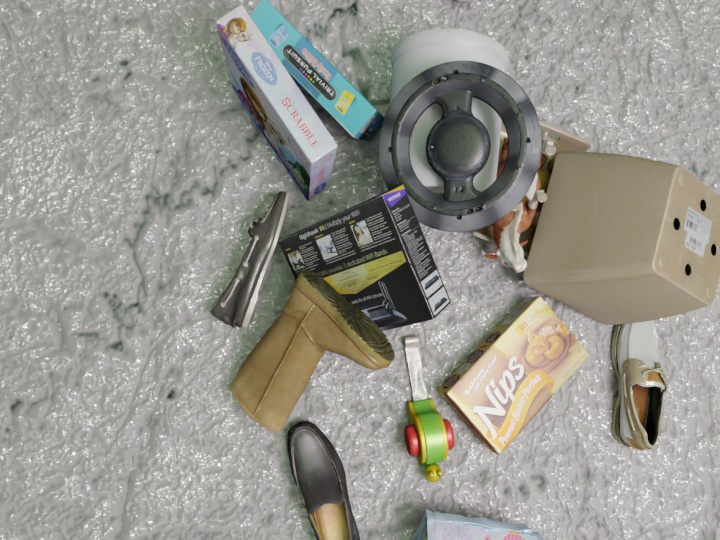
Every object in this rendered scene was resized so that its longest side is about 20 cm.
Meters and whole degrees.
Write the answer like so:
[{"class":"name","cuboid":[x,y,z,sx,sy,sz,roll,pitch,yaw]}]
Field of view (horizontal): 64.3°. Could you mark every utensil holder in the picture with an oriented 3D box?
[{"class":"utensil holder","cuboid":[0.117,-0.199,0.801,0.166,0.170,0.205,5,85,-7]}]

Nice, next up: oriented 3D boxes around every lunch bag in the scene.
[{"class":"lunch bag","cuboid":[0.148,0.429,0.761,0.165,0.127,0.205,8,92,-4]}]

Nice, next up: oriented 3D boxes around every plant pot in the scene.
[{"class":"plant pot","cuboid":[0.375,-0.042,0.783,0.197,0.176,0.204,23,81,-26]}]

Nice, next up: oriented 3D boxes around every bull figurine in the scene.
[{"class":"bull figurine","cuboid":[0.217,-0.104,0.787,0.063,0.122,0.205,8,76,-1]}]

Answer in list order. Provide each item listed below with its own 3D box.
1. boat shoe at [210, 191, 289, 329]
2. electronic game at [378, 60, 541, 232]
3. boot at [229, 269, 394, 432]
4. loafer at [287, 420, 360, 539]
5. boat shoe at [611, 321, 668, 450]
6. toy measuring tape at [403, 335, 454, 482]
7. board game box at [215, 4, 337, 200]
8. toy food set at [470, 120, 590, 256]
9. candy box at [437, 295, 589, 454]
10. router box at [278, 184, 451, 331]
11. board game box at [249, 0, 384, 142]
[{"class":"boat shoe","cuboid":[-0.152,-0.020,0.797,0.056,0.067,0.204,19,85,-9]},{"class":"electronic game","cuboid":[0.118,-0.149,0.695,0.195,0.042,0.206,1,93,12]},{"class":"boot","cuboid":[-0.066,0.128,0.737,0.175,0.066,0.202,42,110,28]},{"class":"loafer","cuboid":[-0.046,0.303,0.773,0.071,0.072,0.204,-23,87,-8]},{"class":"boat shoe","cuboid":[0.421,0.162,0.851,0.073,0.068,0.205,3,83,-7]},{"class":"toy measuring tape","cuboid":[0.091,0.195,0.804,0.072,0.074,0.205,-7,85,-8]},{"class":"board game box","cuboid":[-0.107,-0.205,0.755,0.041,0.200,0.202,-34,88,-9]},{"class":"toy food set","cuboid":[0.258,-0.122,0.864,0.140,0.060,0.204,19,81,-5]},{"class":"candy box","cuboid":[0.222,0.148,0.833,0.200,0.055,0.116,-43,91,-9]},{"class":"router box","cuboid":[0.000,0.000,0.744,0.052,0.197,0.160,-32,101,-48]},{"class":"board game box","cuboid":[-0.055,-0.267,0.791,0.200,0.151,0.047,45,102,-1]}]
